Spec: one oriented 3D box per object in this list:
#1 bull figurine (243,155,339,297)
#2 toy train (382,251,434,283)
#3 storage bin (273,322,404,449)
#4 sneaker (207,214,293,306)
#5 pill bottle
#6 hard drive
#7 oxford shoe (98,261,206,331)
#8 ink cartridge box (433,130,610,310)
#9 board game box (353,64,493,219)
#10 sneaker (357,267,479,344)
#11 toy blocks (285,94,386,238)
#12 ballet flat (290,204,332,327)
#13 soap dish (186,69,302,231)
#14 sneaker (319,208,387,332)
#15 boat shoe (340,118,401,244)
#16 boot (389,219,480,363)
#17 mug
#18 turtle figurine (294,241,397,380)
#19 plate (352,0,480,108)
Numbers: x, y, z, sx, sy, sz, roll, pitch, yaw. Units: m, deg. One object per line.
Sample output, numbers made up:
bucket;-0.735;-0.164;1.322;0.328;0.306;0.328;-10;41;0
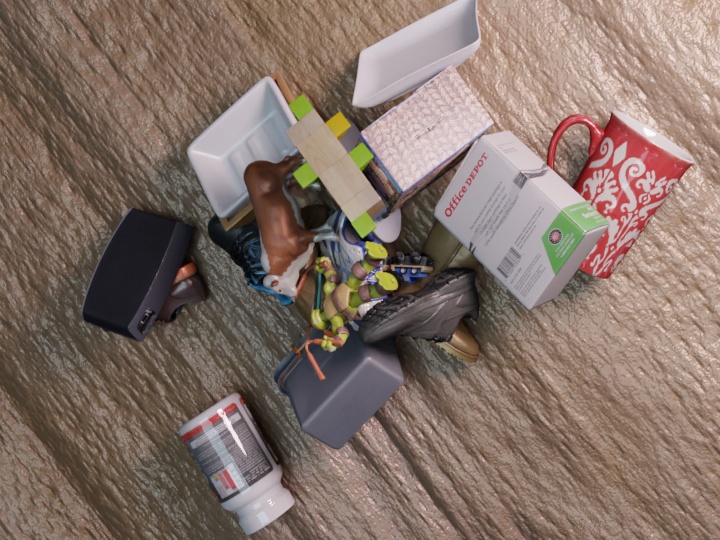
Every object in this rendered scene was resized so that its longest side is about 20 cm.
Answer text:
bull figurine;-0.101;-0.067;1.576;0.119;0.065;0.203;-16;87;-5
toy train;0.024;-0.004;1.668;0.197;0.034;0.047;0;87;34
storage bin;-0.031;0.156;1.653;0.145;0.135;0.200;34;108;-30
sneaker;-0.161;-0.021;1.713;0.198;0.082;0.074;30;133;12
pill bottle;-0.194;0.308;1.761;0.115;0.116;0.202;-32;88;18
hard drive;-0.357;0.001;1.748;0.133;0.042;0.203;16;74;26
oxford shoe;-0.340;0.061;1.793;0.198;0.071;0.073;-27;95;17
ink cartridge box;0.217;-0.072;1.512;0.200;0.083;0.147;47;126;21
board game box;0.078;-0.174;1.545;0.159;0.200;0.097;-37;87;-9
sneaker;0.090;0.069;1.568;0.197;0.076;0.092;-23;106;-18
toy blocks;-0.029;-0.131;1.511;0.099;0.137;0.201;-37;81;2
ballet flat;-0.086;-0.011;1.666;0.071;0.068;0.203;7;66;-3
soap dish;-0.156;-0.178;1.677;0.199;0.081;0.159;-38;64;17
sneaker;0.000;0.000;1.604;0.088;0.074;0.202;-45;64;50
boat shoe;-0.006;-0.128;1.672;0.068;0.071;0.202;-29;89;54
boot;0.153;0.011;1.646;0.174;0.066;0.201;37;105;8
mug;0.341;-0.114;1.552;0.177;0.133;0.202;40;112;28
turtle figurine;-0.019;0.047;1.539;0.064;0.202;0.161;29;127;-33
plate;0.084;-0.305;1.564;0.198;0.201;0.033;-25;117;18
